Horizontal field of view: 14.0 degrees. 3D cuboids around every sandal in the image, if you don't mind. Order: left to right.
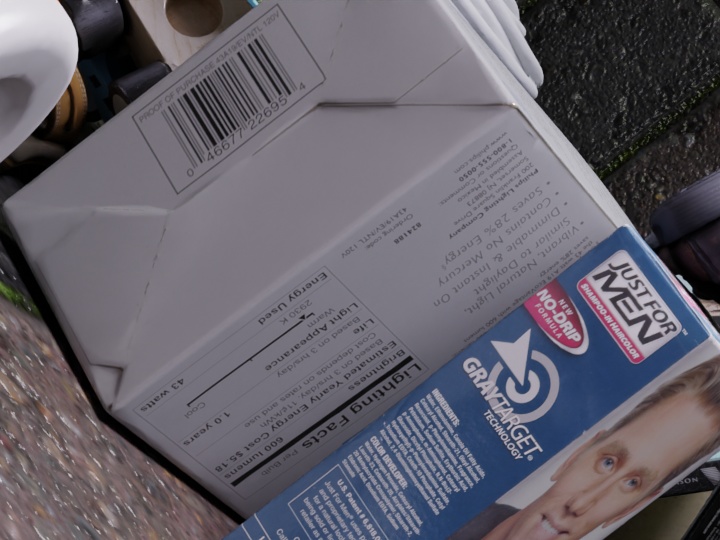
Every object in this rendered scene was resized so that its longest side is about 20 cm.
[{"bbox_3d":[-0.142,-0.076,1.261,0.082,0.055,0.200,54,7,22],"label":"sandal"}]

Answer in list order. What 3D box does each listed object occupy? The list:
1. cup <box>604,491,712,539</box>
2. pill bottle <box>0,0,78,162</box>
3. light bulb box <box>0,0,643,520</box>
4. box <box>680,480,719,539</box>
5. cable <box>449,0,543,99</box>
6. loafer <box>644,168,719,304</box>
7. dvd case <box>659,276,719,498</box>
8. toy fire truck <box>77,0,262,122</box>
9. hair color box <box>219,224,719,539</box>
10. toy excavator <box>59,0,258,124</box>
[{"bbox_3d":[0.133,0.115,1.380,0.143,0.200,0.200,-7,45,-31],"label":"cup"},{"bbox_3d":[-0.187,-0.114,0.906,0.200,0.113,0.113,52,6,11],"label":"pill bottle"},{"bbox_3d":[0.000,0.000,1.192,0.200,0.198,0.125,45,11,-52],"label":"light bulb box"},{"bbox_3d":[0.196,0.169,1.186,0.164,0.200,0.086,43,37,21],"label":"box"},{"bbox_3d":[0.006,-0.148,1.294,0.200,0.069,0.200,55,4,-10],"label":"cable"},{"bbox_3d":[0.154,-0.006,1.159,0.063,0.072,0.200,61,10,6],"label":"loafer"},{"bbox_3d":[0.083,0.058,1.324,0.146,0.200,0.022,-83,159,-53],"label":"dvd case"},{"bbox_3d":[-0.047,-0.100,1.428,0.176,0.200,0.129,52,44,4],"label":"toy fire truck"},{"bbox_3d":[0.053,0.078,1.115,0.061,0.200,0.100,55,8,27],"label":"hair color box"},{"bbox_3d":[-0.065,-0.055,1.334,0.195,0.100,0.200,57,-16,12],"label":"toy excavator"}]
